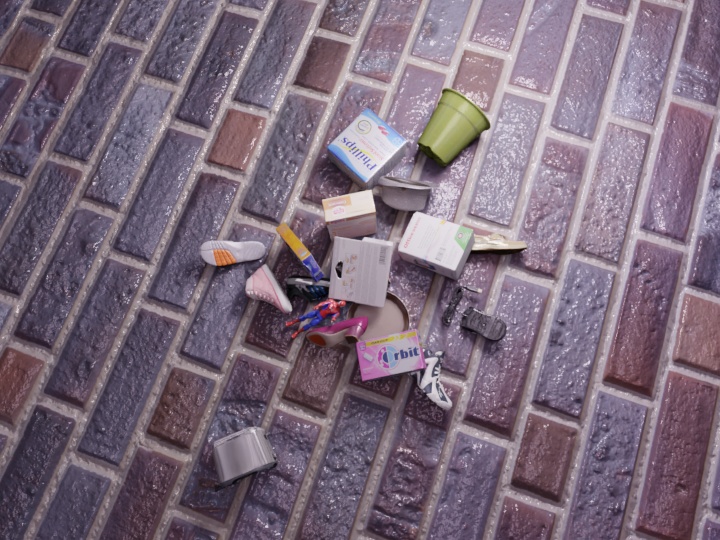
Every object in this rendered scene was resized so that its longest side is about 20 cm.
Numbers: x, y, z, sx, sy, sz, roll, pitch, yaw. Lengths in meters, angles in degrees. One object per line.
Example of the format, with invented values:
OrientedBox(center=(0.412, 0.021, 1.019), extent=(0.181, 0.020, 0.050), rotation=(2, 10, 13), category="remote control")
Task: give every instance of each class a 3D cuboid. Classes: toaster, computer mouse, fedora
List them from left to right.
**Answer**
OrientedBox(center=(-0.346, 0.540, 1.577), extent=(0.198, 0.114, 0.130), rotation=(-23, 72, -1), category="toaster")
OrientedBox(center=(0.148, -0.242, 1.740), extent=(0.197, 0.177, 0.091), rotation=(8, 106, -3), category="fedora")
OrientedBox(center=(0.364, 0.130, 1.680), extent=(0.198, 0.046, 0.142), rotation=(19, 82, 19), category="computer mouse")

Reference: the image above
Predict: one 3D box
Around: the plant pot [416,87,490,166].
OrientedBox(center=(0.286, -0.450, 1.769), extent=(0.200, 0.200, 0.191), rotation=(39, 94, 11), category="plant pot")

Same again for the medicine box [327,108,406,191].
OrientedBox(center=(0.022, -0.393, 1.795), extent=(0.182, 0.103, 0.200), rotation=(42, 81, 12), category="medicine box")

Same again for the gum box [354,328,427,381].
OrientedBox(center=(0.085, 0.253, 1.599), extent=(0.198, 0.066, 0.115), rotation=(-15, 73, 12), category="gum box")

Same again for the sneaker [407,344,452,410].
OrientedBox(center=(0.227, 0.306, 1.622), extent=(0.130, 0.079, 0.199), rotation=(-45, 68, 1), category="sneaker")

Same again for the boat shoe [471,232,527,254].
OrientedBox(center=(0.426, -0.089, 1.718), extent=(0.197, 0.072, 0.066), rotation=(0, 77, 8), category="boat shoe")

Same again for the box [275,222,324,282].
OrientedBox(center=(-0.181, -0.050, 1.674), extent=(0.041, 0.119, 0.200), rotation=(-38, 53, -8), category="box")

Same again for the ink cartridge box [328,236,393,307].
OrientedBox(center=(0.000, 0.000, 1.645), extent=(0.174, 0.045, 0.202), rotation=(10, 109, 8), category="ink cartridge box")

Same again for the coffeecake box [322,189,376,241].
OrientedBox(center=(-0.031, -0.166, 1.690), extent=(0.152, 0.200, 0.074), rotation=(-11, 76, 0), category="coffeecake box")

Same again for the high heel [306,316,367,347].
OrientedBox(center=(-0.071, 0.184, 1.672), extent=(0.198, 0.068, 0.096), rotation=(-1, 34, 29), category="high heel")

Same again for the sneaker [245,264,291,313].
OrientedBox(center=(-0.292, 0.079, 1.692), extent=(0.104, 0.076, 0.201), rotation=(-34, 55, -3), category="sneaker")

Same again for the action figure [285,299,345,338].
OrientedBox(center=(-0.136, 0.144, 1.647), extent=(0.199, 0.099, 0.066), rotation=(-28, 90, 9), category="action figure")

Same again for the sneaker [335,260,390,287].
OrientedBox(center=(0.010, -0.007, 1.717), extent=(0.198, 0.077, 0.085), rotation=(25, 39, -4), category="sneaker")

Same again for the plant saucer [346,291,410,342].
OrientedBox(center=(0.055, 0.163, 1.691), extent=(0.198, 0.032, 0.203), rotation=(-1, 75, 3), category="plant saucer")

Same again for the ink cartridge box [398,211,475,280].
OrientedBox(center=(0.236, -0.079, 1.691), extent=(0.198, 0.088, 0.146), rotation=(21, 77, 23), category="ink cartridge box")

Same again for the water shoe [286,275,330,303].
OrientedBox(center=(-0.136, 0.064, 1.717), extent=(0.197, 0.071, 0.080), rotation=(7, 98, 9), category="water shoe")

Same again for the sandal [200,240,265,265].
OrientedBox(center=(-0.413, -0.057, 1.760), extent=(0.204, 0.059, 0.080), rotation=(-2, 92, -19), category="sandal")
